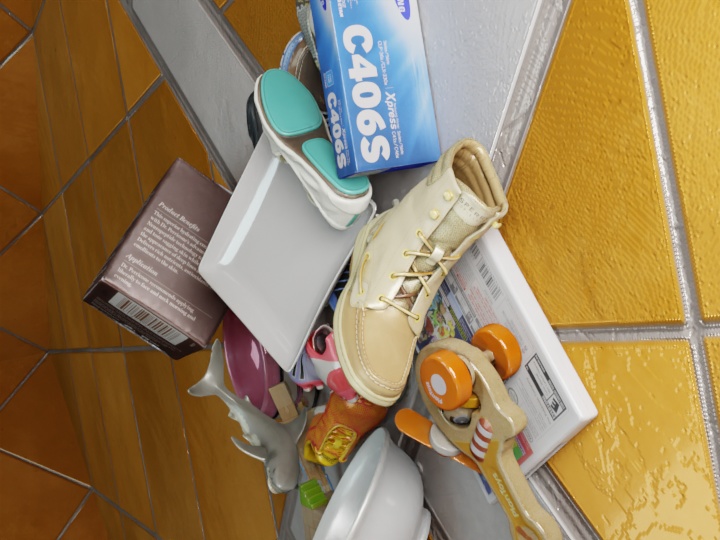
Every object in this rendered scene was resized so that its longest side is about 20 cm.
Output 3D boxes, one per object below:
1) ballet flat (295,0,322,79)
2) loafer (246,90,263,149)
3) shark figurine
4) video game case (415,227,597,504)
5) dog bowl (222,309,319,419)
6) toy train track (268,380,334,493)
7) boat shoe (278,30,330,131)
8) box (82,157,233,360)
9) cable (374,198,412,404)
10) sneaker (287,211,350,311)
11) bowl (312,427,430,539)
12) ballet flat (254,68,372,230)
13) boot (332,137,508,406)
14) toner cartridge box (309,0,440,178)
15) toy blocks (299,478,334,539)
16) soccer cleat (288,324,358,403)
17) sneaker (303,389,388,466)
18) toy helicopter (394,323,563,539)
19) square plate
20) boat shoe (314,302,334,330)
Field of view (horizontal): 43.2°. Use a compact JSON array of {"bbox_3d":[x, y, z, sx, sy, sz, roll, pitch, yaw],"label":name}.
[{"bbox_3d":[-0.013,-0.215,0.904,0.072,0.071,0.204,-21,86,63],"label":"ballet flat"},{"bbox_3d":[-0.092,-0.130,1.095,0.072,0.072,0.204,-17,85,58],"label":"loafer"},{"bbox_3d":[-0.113,0.187,1.127,0.215,0.090,0.128,46,-178,32],"label":"shark figurine"},{"bbox_3d":[0.115,0.082,0.814,0.202,0.023,0.183,65,150,26],"label":"video game case"},{"bbox_3d":[-0.130,0.112,1.252,0.199,0.073,0.204,33,129,55],"label":"dog bowl"},{"bbox_3d":[-0.067,0.238,1.182,0.033,0.113,0.203,-57,-56,-81],"label":"toy train track"},{"bbox_3d":[-0.042,-0.162,0.995,0.072,0.071,0.203,45,147,41],"label":"boat shoe"},{"bbox_3d":[-0.251,-0.010,1.252,0.202,0.165,0.164,-61,16,-23],"label":"box"},{"bbox_3d":[0.046,0.026,0.889,0.096,0.050,0.205,-15,80,49],"label":"cable"},{"bbox_3d":[0.000,0.000,0.962,0.078,0.070,0.201,-47,68,22],"label":"sneaker"},{"bbox_3d":[0.015,0.279,0.964,0.204,0.089,0.201,-61,3,6],"label":"bowl"},{"bbox_3d":[-0.056,-0.117,0.907,0.201,0.068,0.070,55,145,30],"label":"ballet flat"},{"bbox_3d":[0.052,-0.003,0.748,0.155,0.072,0.202,-42,26,40],"label":"boot"},{"bbox_3d":[0.011,-0.193,0.840,0.043,0.093,0.204,-5,95,61],"label":"toner cartridge box"},{"bbox_3d":[-0.006,0.363,1.096,0.135,0.099,0.205,8,107,50],"label":"toy blocks"},{"bbox_3d":[-0.039,0.090,0.982,0.078,0.066,0.199,64,162,-11],"label":"soccer cleat"},{"bbox_3d":[-0.017,0.183,1.040,0.200,0.072,0.078,119,169,-63],"label":"sneaker"},{"bbox_3d":[0.103,0.154,0.766,0.203,0.078,0.132,62,145,9],"label":"toy helicopter"},{"bbox_3d":[-0.080,-0.030,0.970,0.198,0.028,0.202,42,111,37],"label":"square plate"},{"bbox_3d":[-0.050,0.026,1.076,0.071,0.059,0.204,17,114,60],"label":"boat shoe"}]
